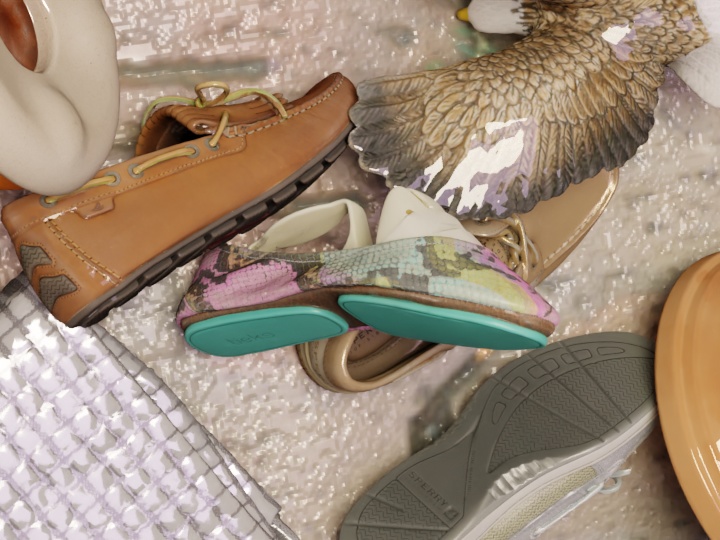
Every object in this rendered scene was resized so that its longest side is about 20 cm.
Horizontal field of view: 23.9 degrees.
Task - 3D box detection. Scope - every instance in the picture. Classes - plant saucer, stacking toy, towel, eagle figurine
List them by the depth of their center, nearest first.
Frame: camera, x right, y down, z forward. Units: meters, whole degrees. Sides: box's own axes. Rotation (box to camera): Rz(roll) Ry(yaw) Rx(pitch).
[{"bbox_3d":[-0.214,-0.077,0.710,0.199,0.146,0.147,-18,102,19],"label":"stacking toy"},{"bbox_3d":[-0.140,0.122,0.785,0.166,0.085,0.200,-44,105,-13],"label":"towel"},{"bbox_3d":[0.094,-0.120,0.811,0.199,0.151,0.153,-22,80,-49],"label":"eagle figurine"},{"bbox_3d":[0.234,0.078,0.881,0.199,0.037,0.202,18,59,-33],"label":"plant saucer"}]

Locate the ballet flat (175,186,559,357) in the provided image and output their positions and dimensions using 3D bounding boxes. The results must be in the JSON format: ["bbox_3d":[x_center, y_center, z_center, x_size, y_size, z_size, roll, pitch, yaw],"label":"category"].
[{"bbox_3d":[0.000,0.000,0.777,0.069,0.199,0.072,33,61,-49],"label":"ballet flat"}]

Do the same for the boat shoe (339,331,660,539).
[{"bbox_3d":[0.079,0.105,0.870,0.201,0.074,0.065,-37,141,-16],"label":"boat shoe"}]

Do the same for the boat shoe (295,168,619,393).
[{"bbox_3d":[0.060,-0.003,0.852,0.200,0.064,0.071,-40,105,-12],"label":"boat shoe"}]

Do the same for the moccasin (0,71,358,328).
[{"bbox_3d":[-0.077,-0.048,0.779,0.201,0.074,0.078,-33,89,-33],"label":"moccasin"}]
